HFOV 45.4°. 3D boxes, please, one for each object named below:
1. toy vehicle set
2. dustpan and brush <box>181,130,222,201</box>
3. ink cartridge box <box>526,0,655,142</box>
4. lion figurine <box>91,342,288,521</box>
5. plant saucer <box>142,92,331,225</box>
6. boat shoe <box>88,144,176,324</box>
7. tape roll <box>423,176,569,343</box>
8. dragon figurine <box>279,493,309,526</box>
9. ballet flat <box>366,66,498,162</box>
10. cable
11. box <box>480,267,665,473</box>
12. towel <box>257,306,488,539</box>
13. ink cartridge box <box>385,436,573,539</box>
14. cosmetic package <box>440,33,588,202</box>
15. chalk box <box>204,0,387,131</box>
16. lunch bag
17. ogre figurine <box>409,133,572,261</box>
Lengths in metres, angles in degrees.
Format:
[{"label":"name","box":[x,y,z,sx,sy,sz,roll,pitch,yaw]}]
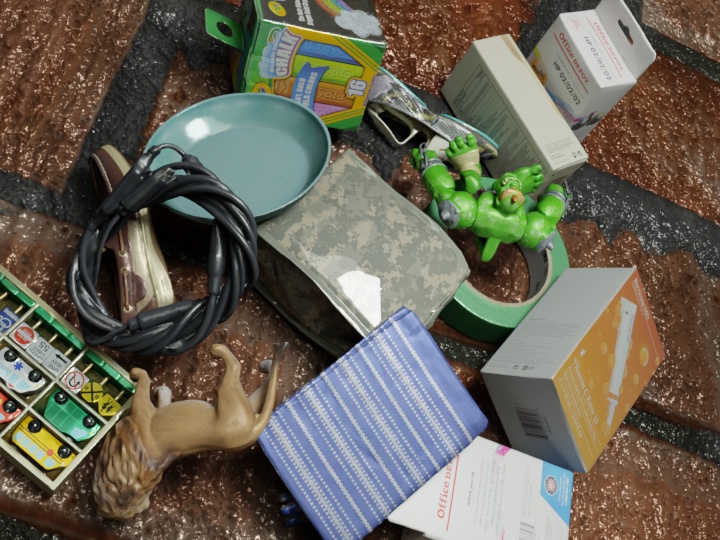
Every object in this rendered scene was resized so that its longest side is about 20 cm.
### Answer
[{"label":"toy vehicle set","box":[-0.314,0.094,0.793,0.199,0.027,0.125,39,55,0]},{"label":"dustpan and brush","box":[-0.127,-0.115,0.964,0.140,0.057,0.199,46,58,5]},{"label":"ink cartridge box","box":[0.277,-0.251,1.118,0.067,0.201,0.117,-15,69,-28]},{"label":"lion figurine","box":[-0.149,0.140,0.766,0.196,0.073,0.124,-21,47,12]},{"label":"plant saucer","box":[-0.126,-0.110,0.894,0.195,0.036,0.203,-2,47,2]},{"label":"boat shoe","box":[-0.247,-0.031,0.865,0.071,0.072,0.204,-15,78,-27]},{"label":"tape roll","box":[0.157,-0.016,1.043,0.196,0.048,0.205,10,61,-18]},{"label":"dragon figurine","box":[-0.013,0.174,0.860,0.198,0.059,0.100,-25,75,-31]},{"label":"ballet flat","box":[0.079,-0.178,1.094,0.198,0.072,0.073,32,56,-4]},{"label":"cable","box":[-0.187,-0.004,0.806,0.163,0.051,0.201,41,95,1]},{"label":"box","box":[0.240,0.103,0.956,0.200,0.096,0.126,-43,117,-34]},{"label":"towel","box":[0.012,0.147,0.813,0.199,0.024,0.146,-36,90,-17]},{"label":"ink cartridge box","box":[0.112,0.236,0.875,0.196,0.068,0.117,22,58,-12]},{"label":"cosmetic package","box":[0.197,-0.193,1.122,0.070,0.105,0.203,-19,74,-31]},{"label":"chalk box","box":[-0.086,-0.259,1.005,0.196,0.125,0.126,6,42,-18]},{"label":"lunch bag","box":[0.000,0.000,0.920,0.199,0.118,0.164,41,57,11]},{"label":"ogre figurine","box":[0.157,-0.080,0.996,0.198,0.098,0.121,30,36,-24]}]
